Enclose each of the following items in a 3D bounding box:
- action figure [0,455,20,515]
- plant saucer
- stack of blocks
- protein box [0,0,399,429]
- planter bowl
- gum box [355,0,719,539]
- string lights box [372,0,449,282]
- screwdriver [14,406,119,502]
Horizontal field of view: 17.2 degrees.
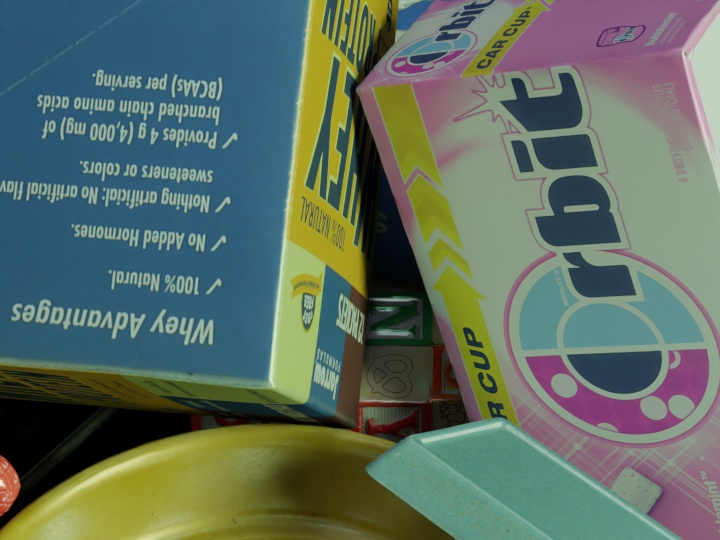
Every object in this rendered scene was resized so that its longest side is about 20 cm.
[{"bbox_3d":[-0.202,0.099,0.731,0.199,0.099,0.065,-33,7,-10],"label":"action figure"},{"bbox_3d":[0.094,0.101,0.703,0.199,0.019,0.070,33,21,29],"label":"plant saucer"},{"bbox_3d":[0.000,0.000,0.909,0.114,0.059,0.201,0,42,1],"label":"stack of blocks"},{"bbox_3d":[-0.097,-0.062,0.772,0.197,0.135,0.202,4,82,11],"label":"protein box"},{"bbox_3d":[-0.029,0.147,0.727,0.198,0.084,0.201,-1,41,1],"label":"planter bowl"},{"bbox_3d":[0.089,0.010,0.769,0.113,0.201,0.066,-4,28,32],"label":"gum box"},{"bbox_3d":[-0.015,-0.055,0.881,0.198,0.059,0.103,8,43,12],"label":"string lights box"},{"bbox_3d":[-0.141,0.100,0.830,0.028,0.029,0.200,25,44,27],"label":"screwdriver"}]
